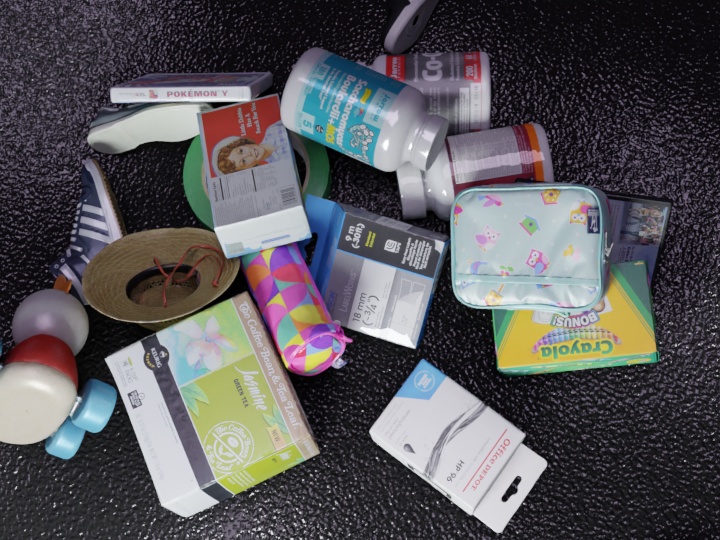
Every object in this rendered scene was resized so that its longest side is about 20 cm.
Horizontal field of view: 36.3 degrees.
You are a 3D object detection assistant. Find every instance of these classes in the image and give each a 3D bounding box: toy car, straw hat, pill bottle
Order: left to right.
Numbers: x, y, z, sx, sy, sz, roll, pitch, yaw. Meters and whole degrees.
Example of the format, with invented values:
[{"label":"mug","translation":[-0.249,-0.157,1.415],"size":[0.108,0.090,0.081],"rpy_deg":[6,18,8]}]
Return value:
[{"label":"toy car","translation":[-0.403,0.101,1.383],"size":[0.183,0.177,0.201],"rpy_deg":[27,47,-24]},{"label":"straw hat","translation":[-0.249,0.034,1.408],"size":[0.199,0.086,0.202],"rpy_deg":[-1,40,1]},{"label":"pill bottle","translation":[0.007,-0.195,1.382],"size":[0.198,0.111,0.112],"rpy_deg":[24,75,12]},{"label":"pill bottle","translation":[0.074,-0.235,1.486],"size":[0.198,0.114,0.115],"rpy_deg":[-1,72,3]},{"label":"pill bottle","translation":[0.147,-0.126,1.448],"size":[0.198,0.110,0.111],"rpy_deg":[-9,72,1]}]

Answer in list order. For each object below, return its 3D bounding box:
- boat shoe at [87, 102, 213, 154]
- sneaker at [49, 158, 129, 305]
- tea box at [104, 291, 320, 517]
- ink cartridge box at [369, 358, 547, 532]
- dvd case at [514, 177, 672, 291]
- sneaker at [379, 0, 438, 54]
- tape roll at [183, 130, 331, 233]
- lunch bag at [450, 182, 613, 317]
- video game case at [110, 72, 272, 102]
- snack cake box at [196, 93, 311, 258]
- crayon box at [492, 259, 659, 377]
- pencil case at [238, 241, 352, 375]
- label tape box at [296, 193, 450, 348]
[{"label":"boat shoe","translation":[-0.286,-0.214,1.508],"size":[0.198,0.073,0.062],"rpy_deg":[-11,56,24]},{"label":"sneaker","translation":[-0.372,-0.048,1.479],"size":[0.108,0.070,0.202],"rpy_deg":[-19,75,-5]},{"label":"tea box","translation":[-0.179,0.168,1.363],"size":[0.195,0.134,0.201],"rpy_deg":[-25,72,-6]},{"label":"ink cartridge box","translation":[0.124,0.218,1.361],"size":[0.199,0.068,0.116],"rpy_deg":[35,78,13]},{"label":"dvd case","translation":[0.286,-0.039,1.409],"size":[0.198,0.144,0.018],"rpy_deg":[9,29,7]},{"label":"sneaker","translation":[0.053,-0.401,1.569],"size":[0.111,0.073,0.201],"rpy_deg":[27,68,15]},{"label":"tape roll","translation":[-0.140,-0.128,1.500],"size":[0.198,0.048,0.203],"rpy_deg":[-1,72,4]},{"label":"lunch bag","translation":[0.210,-0.025,1.342],"size":[0.198,0.077,0.162],"rpy_deg":[1,91,20]},{"label":"video game case","translation":[-0.221,-0.248,1.477],"size":[0.180,0.200,0.023],"rpy_deg":[0,106,4]},{"label":"snack cake box","translation":[-0.138,-0.124,1.412],"size":[0.114,0.067,0.201],"rpy_deg":[-14,55,1]},{"label":"crayon box","translation":[0.269,0.062,1.387],"size":[0.198,0.058,0.120],"rpy_deg":[-8,72,15]},{"label":"pencil case","translation":[-0.084,0.040,1.376],"size":[0.088,0.089,0.201],"rpy_deg":[-28,54,-5]},{"label":"label tape box","translation":[0.000,0.000,1.412],"size":[0.198,0.063,0.146],"rpy_deg":[17,102,9]}]
